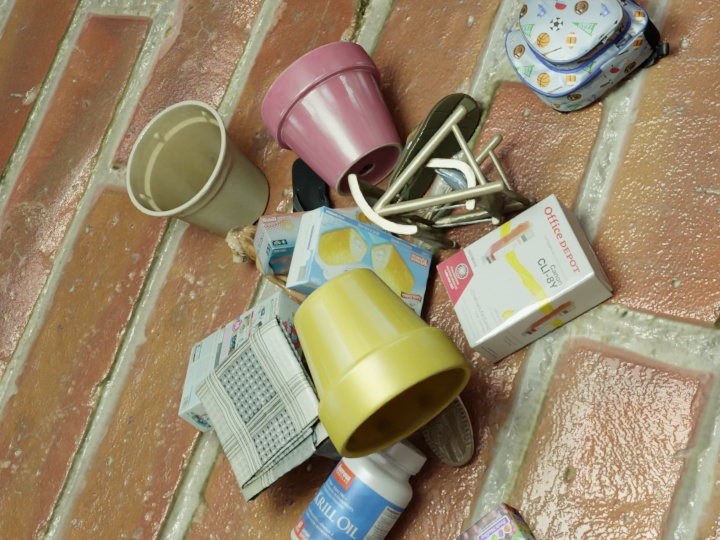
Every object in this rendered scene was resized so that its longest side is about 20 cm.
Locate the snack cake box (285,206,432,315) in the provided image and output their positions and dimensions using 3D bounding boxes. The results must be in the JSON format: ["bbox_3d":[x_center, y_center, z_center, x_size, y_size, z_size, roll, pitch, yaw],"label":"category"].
[{"bbox_3d":[0.000,0.000,1.630,0.067,0.198,0.116,-16,58,55],"label":"snack cake box"}]

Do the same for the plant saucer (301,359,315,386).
[{"bbox_3d":[-0.104,0.205,1.652,0.200,0.035,0.201,-37,30,26],"label":"plant saucer"}]

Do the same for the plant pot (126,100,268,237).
[{"bbox_3d":[-0.252,-0.149,1.863,0.198,0.183,0.203,-13,64,27],"label":"plant pot"}]

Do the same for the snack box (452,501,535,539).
[{"bbox_3d":[0.151,0.419,1.451,0.200,0.053,0.143,-41,56,11],"label":"snack box"}]

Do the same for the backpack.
[{"bbox_3d":[0.309,-0.333,1.624,0.191,0.153,0.201,-47,56,18],"label":"backpack"}]

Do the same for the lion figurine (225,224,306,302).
[{"bbox_3d":[-0.140,-0.019,1.753,0.073,0.122,0.200,-60,21,-1],"label":"lion figurine"}]

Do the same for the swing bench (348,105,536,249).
[{"bbox_3d":[0.117,-0.110,1.592,0.199,0.199,0.131,-31,76,17],"label":"swing bench"}]

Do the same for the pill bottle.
[{"bbox_3d":[0.002,0.316,1.551,0.112,0.112,0.201,34,90,37],"label":"pill bottle"}]

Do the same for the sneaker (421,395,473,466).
[{"bbox_3d":[0.113,0.170,1.583,0.071,0.112,0.202,-24,89,18],"label":"sneaker"}]

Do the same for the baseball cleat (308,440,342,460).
[{"bbox_3d":[-0.008,0.210,1.640,0.199,0.069,0.107,-38,60,25],"label":"baseball cleat"}]

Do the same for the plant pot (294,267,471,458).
[{"bbox_3d":[0.013,0.109,1.459,0.200,0.200,0.190,-38,68,12],"label":"plant pot"}]

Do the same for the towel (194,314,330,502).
[{"bbox_3d":[-0.140,0.198,1.589,0.192,0.034,0.201,-40,65,24],"label":"towel"}]

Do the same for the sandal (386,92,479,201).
[{"bbox_3d":[0.104,-0.192,1.741,0.201,0.081,0.055,-57,31,7],"label":"sandal"}]

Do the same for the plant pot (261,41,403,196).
[{"bbox_3d":[-0.030,-0.226,1.768,0.199,0.200,0.180,-38,70,12],"label":"plant pot"}]

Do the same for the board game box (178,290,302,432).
[{"bbox_3d":[-0.180,0.141,1.721,0.199,0.064,0.149,-32,35,29],"label":"board game box"}]

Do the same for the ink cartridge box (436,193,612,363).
[{"bbox_3d":[0.226,0.011,1.560,0.199,0.083,0.146,-32,56,16],"label":"ink cartridge box"}]

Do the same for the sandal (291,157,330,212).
[{"bbox_3d":[-0.079,-0.104,1.804,0.075,0.043,0.202,-9,60,-9],"label":"sandal"}]

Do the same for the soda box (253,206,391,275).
[{"bbox_3d":[-0.057,-0.047,1.699,0.064,0.198,0.069,110,145,-47],"label":"soda box"}]
